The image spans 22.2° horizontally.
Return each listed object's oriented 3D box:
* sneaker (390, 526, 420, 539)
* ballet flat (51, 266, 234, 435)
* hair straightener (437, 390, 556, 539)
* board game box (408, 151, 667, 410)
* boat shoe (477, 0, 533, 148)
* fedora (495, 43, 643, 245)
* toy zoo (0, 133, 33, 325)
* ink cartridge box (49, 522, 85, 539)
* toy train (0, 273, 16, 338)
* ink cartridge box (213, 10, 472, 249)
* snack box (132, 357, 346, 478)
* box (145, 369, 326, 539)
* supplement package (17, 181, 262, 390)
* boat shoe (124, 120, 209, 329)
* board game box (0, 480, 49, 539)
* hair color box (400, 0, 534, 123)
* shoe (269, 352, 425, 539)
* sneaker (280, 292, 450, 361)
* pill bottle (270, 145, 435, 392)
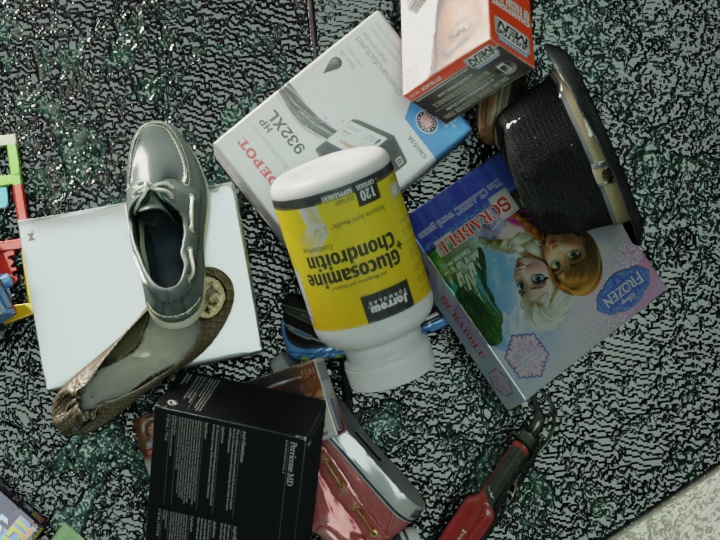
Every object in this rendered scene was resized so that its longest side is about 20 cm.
[{"bbox_3d":[0.028,0.340,1.695,0.079,0.078,0.202,-4,89,-9],"label":"sneaker"},{"bbox_3d":[-0.190,0.072,1.604,0.200,0.046,0.068,-39,92,-3],"label":"ballet flat"},{"bbox_3d":[0.127,0.199,1.712,0.041,0.077,0.201,30,102,18],"label":"hair straightener"},{"bbox_3d":[0.156,-0.009,1.703,0.199,0.041,0.200,-35,90,-27],"label":"board game box"},{"bbox_3d":[0.122,-0.207,1.728,0.067,0.072,0.202,4,67,12],"label":"boat shoe"},{"bbox_3d":[0.178,-0.099,1.645,0.091,0.201,0.202,-24,88,6],"label":"fedora"},{"bbox_3d":[-0.373,-0.020,1.723,0.130,0.020,0.202,-8,88,-3],"label":"toy zoo"},{"bbox_3d":[-0.231,0.336,1.692,0.200,0.059,0.104,40,86,0],"label":"ink cartridge box"},{"bbox_3d":[-0.379,-0.024,1.655,0.086,0.114,0.201,-26,89,-4],"label":"toy train"},{"bbox_3d":[-0.018,-0.120,1.714,0.200,0.084,0.145,-39,91,-4],"label":"ink cartridge box"},{"bbox_3d":[-0.113,0.142,1.685,0.199,0.024,0.072,-19,88,23],"label":"snack box"},{"bbox_3d":[-0.114,0.205,1.644,0.140,0.079,0.202,13,116,11],"label":"box"},{"bbox_3d":[-0.198,0.017,1.685,0.198,0.111,0.157,-10,87,-3],"label":"supplement package"},{"bbox_3d":[-0.169,-0.051,1.595,0.072,0.062,0.202,-9,64,1],"label":"boat shoe"},{"bbox_3d":[-0.414,0.256,1.690,0.165,0.057,0.200,42,86,-2],"label":"board game box"},{"bbox_3d":[0.094,-0.248,1.667,0.064,0.111,0.201,27,47,-36],"label":"hair color box"},{"bbox_3d":[-0.037,0.176,1.704,0.091,0.071,0.200,-44,79,11],"label":"shoe"},{"bbox_3d":[0.021,0.028,1.715,0.198,0.071,0.083,-14,94,0],"label":"sneaker"},{"bbox_3d":[0.000,0.000,1.622,0.111,0.112,0.202,-19,103,-4],"label":"pill bottle"}]
